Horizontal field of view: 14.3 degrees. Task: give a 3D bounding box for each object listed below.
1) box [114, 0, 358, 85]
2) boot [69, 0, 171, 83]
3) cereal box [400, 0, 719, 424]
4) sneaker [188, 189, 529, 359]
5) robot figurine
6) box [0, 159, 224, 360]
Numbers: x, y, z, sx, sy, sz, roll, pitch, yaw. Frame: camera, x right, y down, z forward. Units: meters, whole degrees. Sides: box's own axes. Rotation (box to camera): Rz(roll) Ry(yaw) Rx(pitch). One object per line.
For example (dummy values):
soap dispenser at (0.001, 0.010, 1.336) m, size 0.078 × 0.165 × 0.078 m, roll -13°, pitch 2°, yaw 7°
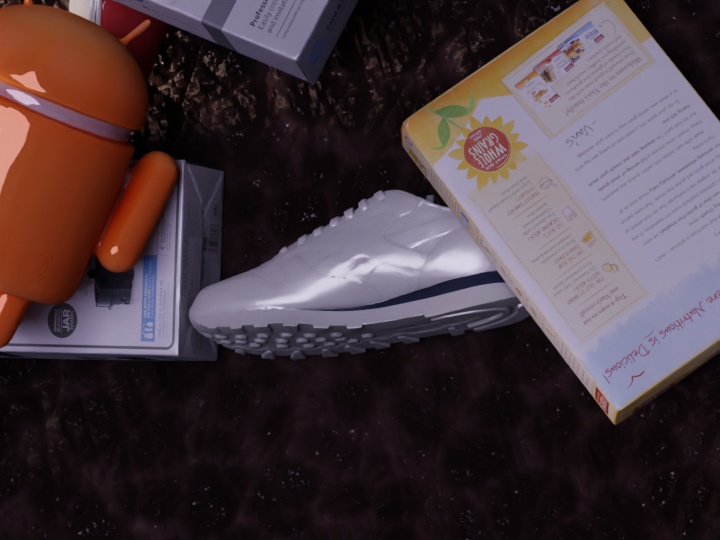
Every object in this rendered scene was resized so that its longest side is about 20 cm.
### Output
box at (-0.080, -0.210, 1.588) m, size 0.200 × 0.041 × 0.156 m, roll 24°, pitch 79°, yaw 21°
boot at (-0.080, -0.182, 1.642) m, size 0.144 × 0.072 × 0.201 m, roll 14°, pitch 89°, yaw 18°
cereal box at (0.135, -0.037, 1.547) m, size 0.144 × 0.040 × 0.200 m, roll -34°, pitch 76°, yaw -9°
sneaker at (0.000, 0.000, 1.608) m, size 0.199 × 0.076 × 0.081 m, roll -9°, pitch 77°, yaw 12°
robot figurine at (-0.187, -0.059, 1.587) m, size 0.144 × 0.117 × 0.201 m, roll 25°, pitch 95°, yaw 22°
box at (-0.183, -0.006, 1.674) m, size 0.199 × 0.060 × 0.117 m, roll 2°, pitch 88°, yaw 20°
